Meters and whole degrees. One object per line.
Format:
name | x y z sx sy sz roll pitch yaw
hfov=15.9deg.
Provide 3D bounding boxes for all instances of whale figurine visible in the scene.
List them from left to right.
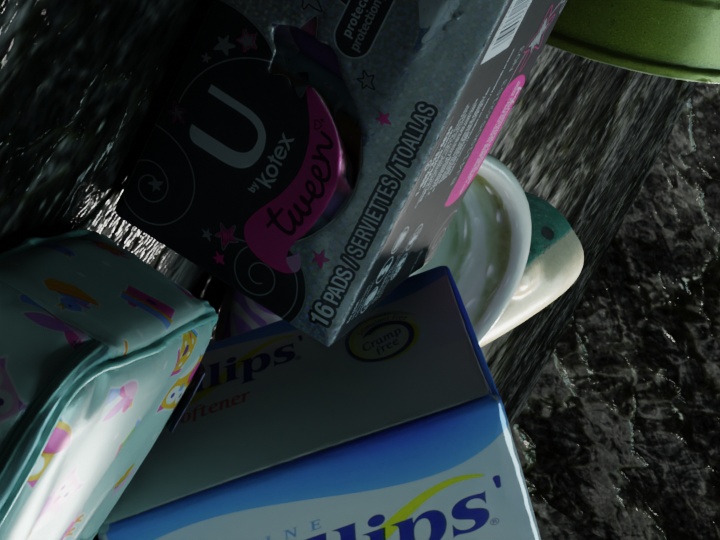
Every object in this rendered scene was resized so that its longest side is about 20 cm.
whale figurine | 0.077 0.009 1.981 0.200 0.104 0.159 -34 180 -31

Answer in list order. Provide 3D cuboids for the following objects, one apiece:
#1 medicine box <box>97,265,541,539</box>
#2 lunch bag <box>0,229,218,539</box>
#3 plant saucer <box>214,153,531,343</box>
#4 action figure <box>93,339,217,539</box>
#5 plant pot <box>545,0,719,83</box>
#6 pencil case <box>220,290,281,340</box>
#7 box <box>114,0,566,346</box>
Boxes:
medicine box | -0.014 0.124 1.171 0.103 0.182 0.200 -111 -178 -50
lunch bag | -0.135 0.071 0.985 0.161 0.077 0.200 -60 172 12
plant saucer | 0.000 0.000 1.442 0.200 0.050 0.200 -21 138 -20
action figure | -0.121 0.104 1.265 0.194 0.105 0.200 -61 144 -26
plant pot | 0.158 -0.225 1.337 0.200 0.200 0.193 -42 149 -63
pencil case | -0.034 0.047 1.354 0.084 0.085 0.200 -78 -177 -52
box | 0.002 -0.093 1.075 0.200 0.115 0.132 -64 169 25
